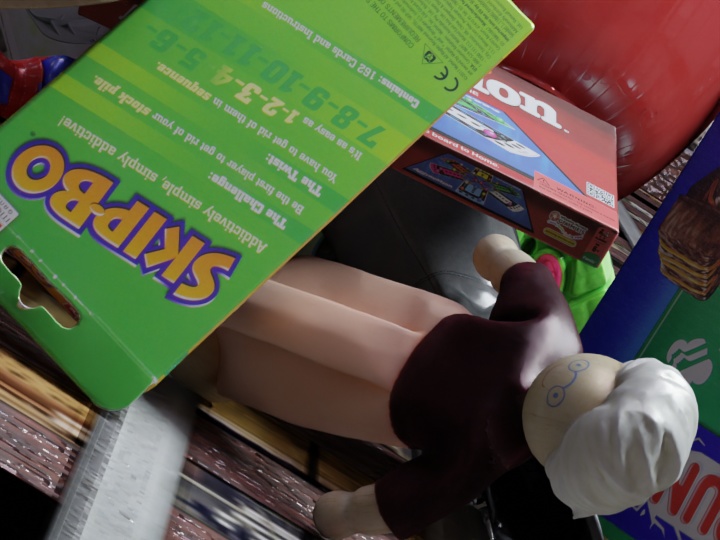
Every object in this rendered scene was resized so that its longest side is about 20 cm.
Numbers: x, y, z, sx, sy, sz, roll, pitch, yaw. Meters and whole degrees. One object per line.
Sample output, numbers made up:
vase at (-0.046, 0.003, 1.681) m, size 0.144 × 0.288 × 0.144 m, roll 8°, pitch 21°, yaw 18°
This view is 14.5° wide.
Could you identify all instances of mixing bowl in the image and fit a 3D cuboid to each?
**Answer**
mixing bowl at (0.062, -0.092, 1.126) m, size 0.200 × 0.108 × 0.200 m, roll 14°, pitch -35°, yaw 10°

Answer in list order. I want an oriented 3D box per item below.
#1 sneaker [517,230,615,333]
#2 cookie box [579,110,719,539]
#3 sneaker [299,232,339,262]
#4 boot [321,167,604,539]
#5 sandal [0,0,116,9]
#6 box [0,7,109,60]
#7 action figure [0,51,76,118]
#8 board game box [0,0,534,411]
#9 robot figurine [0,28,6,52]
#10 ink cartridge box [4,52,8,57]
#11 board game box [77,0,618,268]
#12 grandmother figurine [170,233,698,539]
sneaker at (0.082, -0.028, 1.291) m, size 0.077 × 0.200 × 0.084 m, roll -1°, pitch 13°, yaw 15°
cookie box at (0.172, 0.051, 1.106) m, size 0.171 × 0.200 × 0.075 m, roll 38°, pitch 12°, yaw 36°
sneaker at (0.000, 0.000, 1.271) m, size 0.072 × 0.072 × 0.200 m, roll 3°, pitch 6°, yaw 17°
boot at (0.038, 0.019, 1.024) m, size 0.200 × 0.070 × 0.132 m, roll 58°, pitch 5°, yaw -5°
sandal at (-0.167, -0.126, 0.936) m, size 0.212 × 0.070 × 0.078 m, roll -1°, pitch 21°, yaw 15°
box at (-0.073, -0.105, 1.157) m, size 0.200 × 0.097 × 0.177 m, roll -4°, pitch 78°, yaw -75°
action figure at (-0.104, -0.035, 0.975) m, size 0.200 × 0.099 × 0.065 m, roll 15°, pitch -14°, yaw -26°
board game box at (-0.044, -0.049, 0.932) m, size 0.096 × 0.200 × 0.030 m, roll 47°, pitch -21°, yaw 0°
robot figurine at (-0.184, -0.152, 1.259) m, size 0.170 × 0.113 × 0.200 m, roll 23°, pitch 10°, yaw -6°
ink cartridge box at (-0.097, -0.163, 1.340) m, size 0.045 × 0.200 × 0.176 m, roll 25°, pitch 11°, yaw -29°
board game box at (0.000, -0.071, 1.008) m, size 0.200 × 0.019 × 0.103 m, roll 26°, pitch 22°, yaw -7°
grandmother figurine at (0.024, 0.037, 0.922) m, size 0.200 × 0.121 × 0.061 m, roll 13°, pitch -18°, yaw 42°
